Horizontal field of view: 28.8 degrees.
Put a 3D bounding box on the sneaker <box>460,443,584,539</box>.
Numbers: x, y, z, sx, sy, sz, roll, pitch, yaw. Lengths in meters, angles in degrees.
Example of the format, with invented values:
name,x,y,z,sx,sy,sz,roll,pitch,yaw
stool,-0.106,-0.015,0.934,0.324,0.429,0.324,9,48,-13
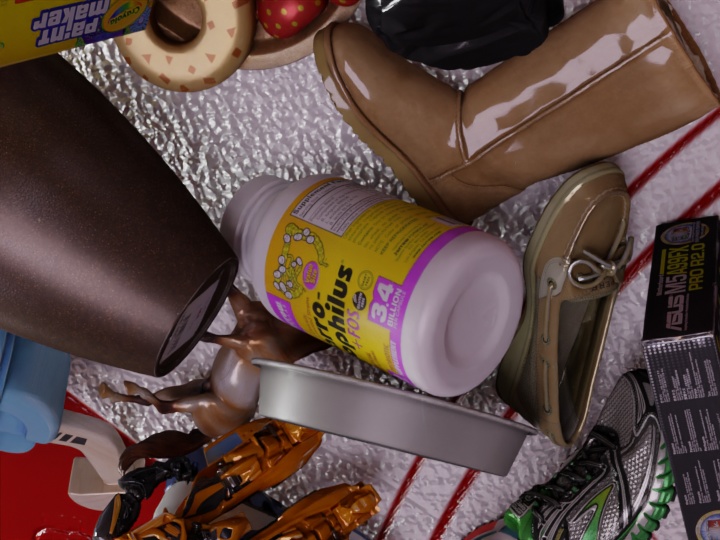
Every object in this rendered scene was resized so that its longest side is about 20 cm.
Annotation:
name,x,y,z,sx,sy,sz,roll,pitch,yaw
sneaker,0.139,0.200,1.006,0.070,0.094,0.200,44,119,-10

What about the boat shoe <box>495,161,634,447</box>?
name,x,y,z,sx,sy,sz,roll,pitch,yaw
boat shoe,0.143,0.024,0.915,0.063,0.073,0.202,44,133,38

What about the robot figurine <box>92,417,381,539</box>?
name,x,y,z,sx,sy,sz,roll,pitch,yaw
robot figurine,-0.089,0.181,0.996,0.146,0.199,0.058,57,151,6

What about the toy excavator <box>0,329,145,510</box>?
name,x,y,z,sx,sy,sz,roll,pitch,yaw
toy excavator,-0.243,0.105,1.033,0.198,0.101,0.195,15,138,-14

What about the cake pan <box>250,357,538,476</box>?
name,x,y,z,sx,sy,sz,roll,pitch,yaw
cake pan,0.019,0.100,0.938,0.198,0.200,0.037,13,83,9

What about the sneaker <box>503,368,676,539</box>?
name,x,y,z,sx,sy,sz,roll,pitch,yaw
sneaker,0.148,0.157,0.926,0.085,0.078,0.202,22,96,-13

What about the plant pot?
name,x,y,z,sx,sy,sz,roll,pitch,yaw
plant pot,-0.186,-0.023,0.910,0.199,0.187,0.188,34,121,8

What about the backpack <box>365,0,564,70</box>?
name,x,y,z,sx,sy,sz,roll,pitch,yaw
backpack,0.036,-0.224,0.765,0.125,0.167,0.202,-11,80,7

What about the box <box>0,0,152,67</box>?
name,x,y,z,sx,sy,sz,roll,pitch,yaw
box,-0.245,-0.217,0.809,0.192,0.200,0.123,33,124,21

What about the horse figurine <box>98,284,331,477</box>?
name,x,y,z,sx,sy,sz,roll,pitch,yaw
horse figurine,-0.105,0.074,1.021,0.132,0.050,0.201,20,119,-32

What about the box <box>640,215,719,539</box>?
name,x,y,z,sx,sy,sz,roll,pitch,yaw
box,0.224,0.089,0.887,0.044,0.160,0.202,-10,114,21

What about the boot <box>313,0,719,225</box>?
name,x,y,z,sx,sy,sz,roll,pitch,yaw
boot,0.095,-0.127,0.871,0.199,0.066,0.175,-28,119,27

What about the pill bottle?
name,x,y,z,sx,sy,sz,roll,pitch,yaw
pill bottle,0.000,0.000,0.903,0.199,0.104,0.105,23,126,39

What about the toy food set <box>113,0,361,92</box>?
name,x,y,z,sx,sy,sz,roll,pitch,yaw
toy food set,-0.087,-0.219,0.881,0.198,0.049,0.199,-10,113,21

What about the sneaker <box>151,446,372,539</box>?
name,x,y,z,sx,sy,sz,roll,pitch,yaw
sneaker,-0.083,0.229,1.063,0.198,0.116,0.081,28,139,4
